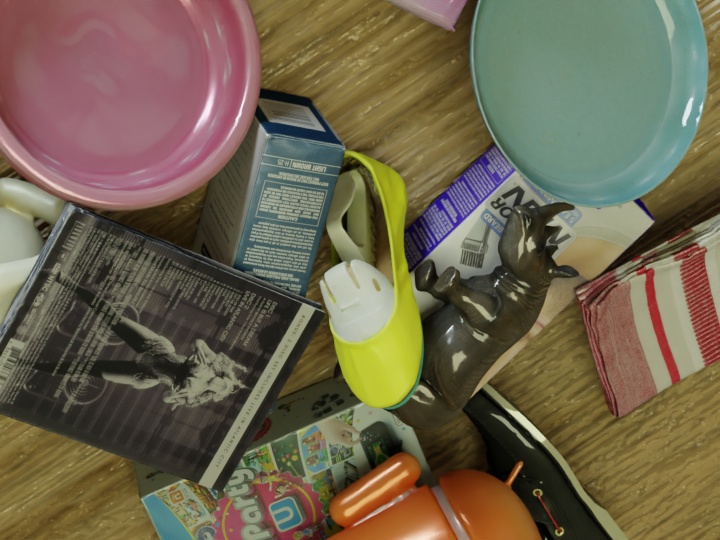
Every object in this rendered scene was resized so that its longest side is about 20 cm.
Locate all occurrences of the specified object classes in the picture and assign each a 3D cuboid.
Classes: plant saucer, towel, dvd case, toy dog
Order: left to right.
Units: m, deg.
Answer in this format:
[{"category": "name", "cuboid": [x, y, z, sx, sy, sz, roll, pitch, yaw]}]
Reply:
[{"category": "toy dog", "cuboid": [-0.255, 0.023, 1.560, 0.200, 0.140, 0.194, 28, 111, -23]}, {"category": "plant saucer", "cuboid": [-0.164, -0.136, 1.518, 0.200, 0.051, 0.201, 3, 82, -22]}, {"category": "dvd case", "cuboid": [-0.140, 0.054, 1.540, 0.200, 0.016, 0.149, 23, 105, -29]}, {"category": "plant saucer", "cuboid": [0.153, -0.143, 1.598, 0.200, 0.027, 0.201, 0, 90, -30]}, {"category": "towel", "cuboid": [0.258, 0.019, 1.705, 0.200, 0.023, 0.144, -28, 138, -5]}]

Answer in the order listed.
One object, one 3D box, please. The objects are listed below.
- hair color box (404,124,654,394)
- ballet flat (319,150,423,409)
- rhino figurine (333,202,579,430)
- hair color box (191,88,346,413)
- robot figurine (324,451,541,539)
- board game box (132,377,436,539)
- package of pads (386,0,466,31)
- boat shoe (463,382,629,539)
[{"category": "hair color box", "cuboid": [0.098, -0.009, 1.666, 0.200, 0.065, 0.109, -44, 116, 10]}, {"category": "ballet flat", "cuboid": [0.000, 0.000, 1.578, 0.067, 0.200, 0.067, -22, 138, 23]}, {"category": "rhino figurine", "cuboid": [0.078, 0.028, 1.610, 0.087, 0.060, 0.200, 37, 99, -27]}, {"category": "hair color box", "cuboid": [-0.073, -0.014, 1.603, 0.060, 0.100, 0.201, 9, 111, -20]}, {"category": "robot figurine", "cuboid": [0.046, 0.218, 1.656, 0.200, 0.144, 0.117, -29, 145, -1]}, {"category": "board game box", "cuboid": [-0.046, 0.171, 1.712, 0.199, 0.064, 0.148, -23, 115, -2]}, {"category": "package of pads", "cuboid": [0.003, -0.250, 1.531, 0.200, 0.076, 0.121, 24, 105, -21]}, {"category": "boat shoe", "cuboid": [0.127, 0.158, 1.738, 0.063, 0.074, 0.202, -39, 120, -3]}]
